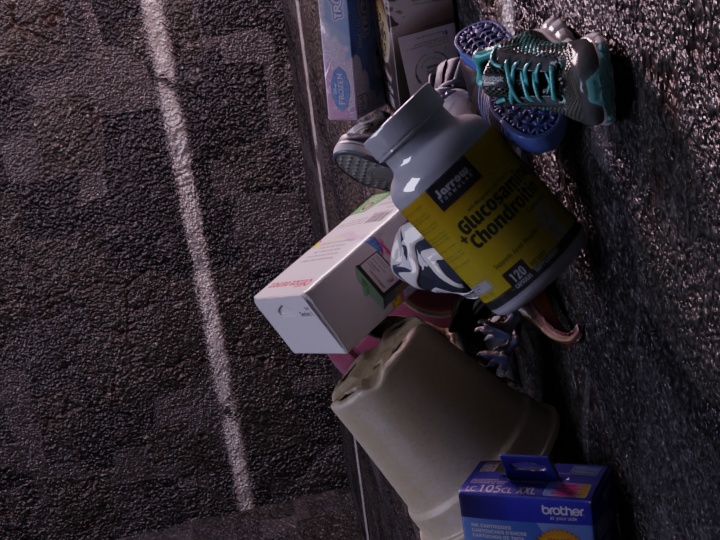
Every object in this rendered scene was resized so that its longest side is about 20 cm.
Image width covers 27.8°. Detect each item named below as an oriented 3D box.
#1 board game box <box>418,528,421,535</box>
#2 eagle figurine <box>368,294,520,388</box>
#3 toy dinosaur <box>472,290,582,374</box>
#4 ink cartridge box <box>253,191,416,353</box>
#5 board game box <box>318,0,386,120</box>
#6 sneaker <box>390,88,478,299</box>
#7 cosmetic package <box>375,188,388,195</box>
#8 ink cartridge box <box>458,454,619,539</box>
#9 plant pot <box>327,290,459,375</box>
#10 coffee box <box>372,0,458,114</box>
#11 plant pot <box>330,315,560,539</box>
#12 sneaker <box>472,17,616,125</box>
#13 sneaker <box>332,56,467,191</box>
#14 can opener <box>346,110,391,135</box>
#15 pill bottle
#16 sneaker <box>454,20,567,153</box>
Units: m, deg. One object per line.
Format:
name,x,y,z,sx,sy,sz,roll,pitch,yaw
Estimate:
board game box,0.154,0.345,1.624,0.199,0.024,0.105,37,-179,12
eagle figurine,0.102,0.078,1.653,0.151,0.152,0.200,26,159,50
toy dinosaur,0.163,0.011,1.494,0.105,0.198,0.182,62,-139,-46
ink cartridge box,0.000,0.000,1.598,0.084,0.200,0.145,54,157,-13
board game box,0.011,-0.302,1.776,0.199,0.043,0.202,-36,-55,-59
sneaker,0.108,-0.064,1.403,0.129,0.079,0.201,25,104,36
cosmetic package,0.079,-0.101,1.674,0.103,0.087,0.200,39,158,19
ink cartridge box,0.173,0.259,1.388,0.076,0.135,0.202,-37,-58,-60
plant pot,0.063,0.035,1.840,0.179,0.198,0.202,127,134,-59
coffee box,0.062,-0.283,1.691,0.113,0.079,0.202,-116,16,-66
plant pot,0.075,0.156,1.525,0.183,0.201,0.200,45,179,-10
sneaker,0.146,-0.154,1.181,0.200,0.090,0.078,-125,24,-73
sneaker,0.059,-0.155,1.501,0.077,0.201,0.148,-10,73,52
can opener,0.047,-0.149,1.769,0.200,0.052,0.067,6,-121,-63
pill bottle,0.098,-0.066,1.298,0.200,0.112,0.112,47,174,-4
sneaker,0.145,-0.154,1.335,0.201,0.070,0.078,-112,-3,-51
